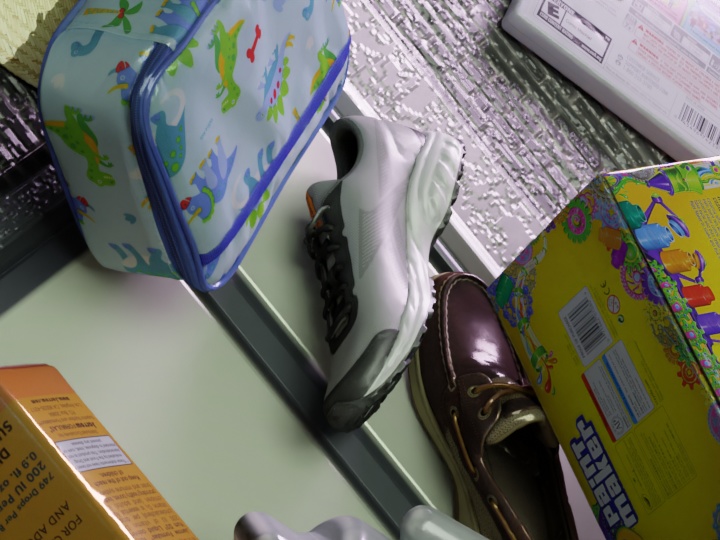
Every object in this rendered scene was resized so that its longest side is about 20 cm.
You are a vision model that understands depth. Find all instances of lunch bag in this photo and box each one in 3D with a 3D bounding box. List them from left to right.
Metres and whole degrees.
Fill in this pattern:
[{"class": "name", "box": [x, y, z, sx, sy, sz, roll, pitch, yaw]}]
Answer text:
[{"class": "lunch bag", "box": [-0.078, -0.100, 1.256, 0.082, 0.161, 0.200, 12, 49, 24]}]

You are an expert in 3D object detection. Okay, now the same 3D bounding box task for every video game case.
[{"class": "video game case", "box": [0.197, -0.160, 1.543, 0.200, 0.022, 0.182, 35, 53, -13]}]

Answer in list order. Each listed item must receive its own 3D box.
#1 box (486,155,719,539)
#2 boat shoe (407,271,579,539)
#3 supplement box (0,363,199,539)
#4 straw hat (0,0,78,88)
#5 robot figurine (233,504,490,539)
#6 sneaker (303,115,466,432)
[{"class": "box", "box": [0.207, 0.052, 1.289, 0.192, 0.122, 0.201, -9, 65, -35]}, {"class": "boat shoe", "box": [0.080, 0.088, 1.314, 0.072, 0.072, 0.201, 3, 66, -32]}, {"class": "supplement box", "box": [-0.118, 0.136, 1.124, 0.200, 0.067, 0.069, 47, 16, 15]}, {"class": "straw hat", "box": [-0.134, -0.196, 1.305, 0.200, 0.085, 0.202, 15, 60, -27]}, {"class": "robot figurine", "box": [0.012, 0.198, 1.191, 0.200, 0.113, 0.170, 36, 92, -13]}, {"class": "sneaker", "box": [0.000, 0.000, 1.314, 0.079, 0.074, 0.201, 21, 51, -12]}]
